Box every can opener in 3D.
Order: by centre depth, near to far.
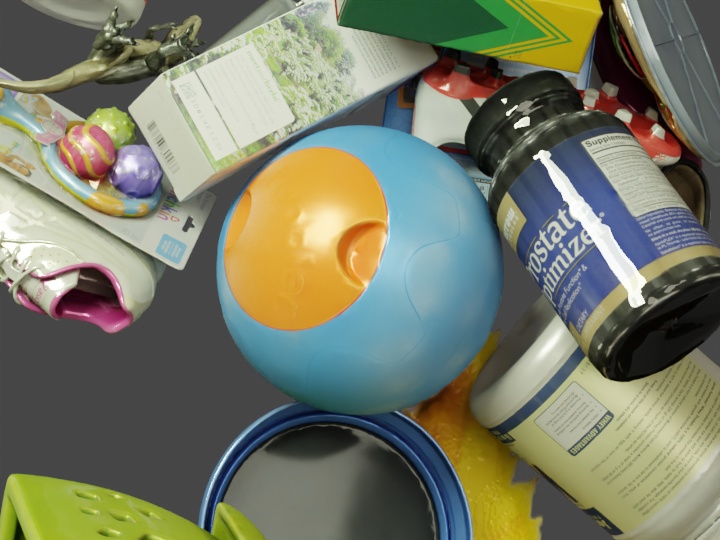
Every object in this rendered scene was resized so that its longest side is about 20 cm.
[{"bbox_3d":[-0.054,-0.170,1.471,0.200,0.053,0.067,-41,98,-15],"label":"can opener"}]

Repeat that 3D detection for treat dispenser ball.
[{"bbox_3d":[0.000,0.000,1.376,0.200,0.201,0.201,3,79,-14],"label":"treat dispenser ball"}]

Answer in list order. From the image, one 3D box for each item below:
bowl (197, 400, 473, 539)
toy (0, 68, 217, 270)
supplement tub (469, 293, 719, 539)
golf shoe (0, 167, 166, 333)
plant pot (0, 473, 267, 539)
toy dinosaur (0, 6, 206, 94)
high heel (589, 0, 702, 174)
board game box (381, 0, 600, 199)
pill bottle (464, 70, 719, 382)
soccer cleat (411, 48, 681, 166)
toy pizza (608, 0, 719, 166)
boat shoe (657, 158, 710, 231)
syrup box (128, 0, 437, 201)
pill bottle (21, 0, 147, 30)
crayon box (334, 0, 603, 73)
[{"bbox_3d":[-0.019,0.191,1.419,0.200,0.039,0.201,3,79,-14],"label":"bowl"},{"bbox_3d":[-0.192,-0.089,1.390,0.200,0.047,0.115,28,31,-6],"label":"toy"},{"bbox_3d":[0.195,0.109,1.436,0.200,0.145,0.145,40,73,-4],"label":"supplement tub"},{"bbox_3d":[-0.232,-0.017,1.370,0.200,0.075,0.092,17,38,-10],"label":"golf shoe"},{"bbox_3d":[-0.139,0.258,1.272,0.181,0.200,0.200,5,105,-21],"label":"plant pot"},{"bbox_3d":[-0.167,-0.152,1.389,0.200,0.088,0.048,-18,88,-45],"label":"toy dinosaur"},{"bbox_3d":[0.211,-0.166,1.530,0.096,0.067,0.200,-45,90,-9],"label":"high heel"},{"bbox_3d":[0.095,-0.140,1.484,0.151,0.037,0.201,9,86,1],"label":"board game box"},{"bbox_3d":[0.154,-0.034,1.317,0.112,0.112,0.200,-23,60,-18],"label":"pill bottle"},{"bbox_3d":[0.132,-0.098,1.434,0.200,0.069,0.085,14,115,-11],"label":"soccer cleat"},{"bbox_3d":[0.223,-0.167,1.477,0.032,0.200,0.201,-22,85,21],"label":"toy pizza"},{"bbox_3d":[0.218,-0.023,1.431,0.074,0.200,0.060,46,117,-6],"label":"boat shoe"},{"bbox_3d":[-0.053,-0.132,1.391,0.200,0.081,0.079,-30,90,-27],"label":"syrup box"},{"bbox_3d":[-0.180,-0.285,1.429,0.111,0.111,0.200,20,75,-10],"label":"pill bottle"},{"bbox_3d":[0.067,-0.228,1.388,0.172,0.058,0.200,11,38,-13],"label":"crayon box"}]
